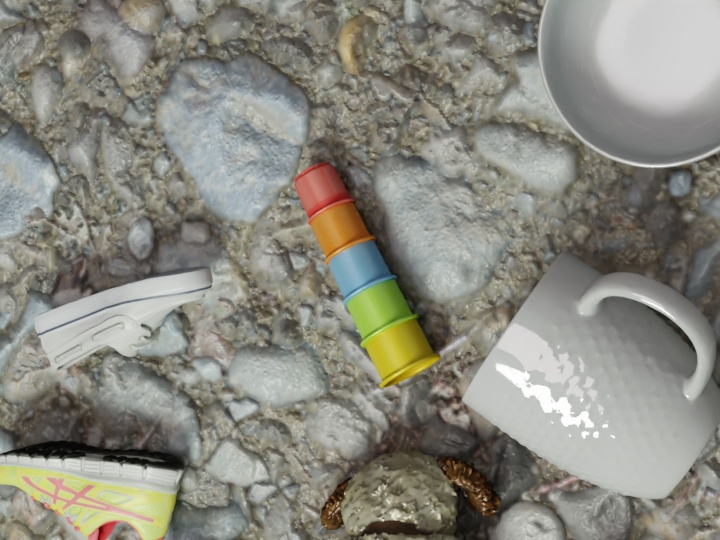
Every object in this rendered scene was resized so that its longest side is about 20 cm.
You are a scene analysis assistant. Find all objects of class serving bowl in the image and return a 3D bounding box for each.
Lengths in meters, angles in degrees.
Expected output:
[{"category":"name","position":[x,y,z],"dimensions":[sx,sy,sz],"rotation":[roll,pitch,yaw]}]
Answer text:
[{"category":"serving bowl","position":[0.245,-0.181,1.269],"dimensions":[0.198,0.066,0.202],"rotation":[1,92,22]}]

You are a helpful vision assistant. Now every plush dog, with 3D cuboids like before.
[{"category":"plush dog","position":[0.031,0.237,1.343],"dimensions":[0.198,0.161,0.173],"rotation":[-10,62,20]}]

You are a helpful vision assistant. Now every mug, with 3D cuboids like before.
[{"category":"mug","position":[0.200,0.078,1.237],"dimensions":[0.175,0.148,0.201],"rotation":[35,139,8]}]

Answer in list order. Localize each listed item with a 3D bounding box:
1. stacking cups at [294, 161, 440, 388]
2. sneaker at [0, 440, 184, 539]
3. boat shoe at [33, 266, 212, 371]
[{"category":"stacking cups","position":[0.000,0.000,1.378],"dimensions":[0.060,0.060,0.201],"rotation":[-29,81,20]},{"category":"sneaker","position":[-0.263,0.212,1.485],"dimensions":[0.198,0.078,0.091],"rotation":[5,96,22]},{"category":"boat shoe","position":[-0.214,0.046,1.469],"dimensions":[0.199,0.073,0.066],"rotation":[-17,90,32]}]
